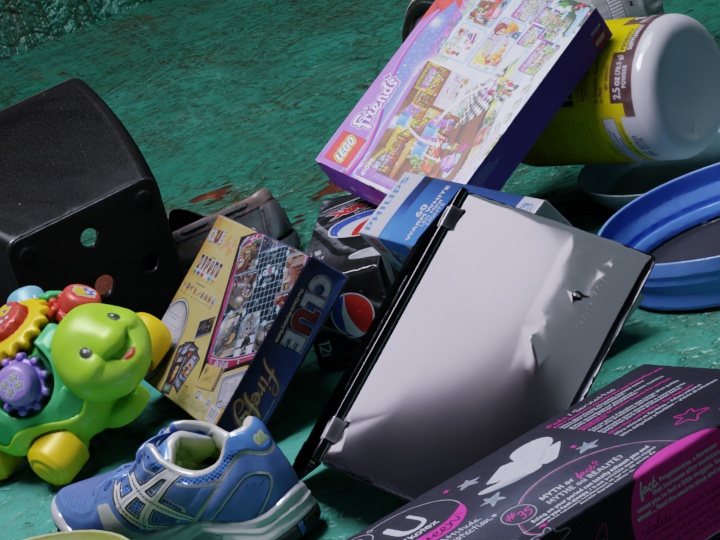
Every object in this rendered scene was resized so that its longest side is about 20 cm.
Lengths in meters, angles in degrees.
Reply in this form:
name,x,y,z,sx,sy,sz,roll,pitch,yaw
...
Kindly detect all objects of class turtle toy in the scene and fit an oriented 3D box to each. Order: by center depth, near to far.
name,x,y,z,sx,sy,sz,roll,pitch,yaw
turtle toy,-0.209,0.067,1.571,0.199,0.101,0.146,-2,44,47

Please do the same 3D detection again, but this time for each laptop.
name,x,y,z,sx,sy,sz,roll,pitch,yaw
laptop,0.059,0.062,1.339,0.188,0.116,0.200,-60,2,-15

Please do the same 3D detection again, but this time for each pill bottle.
name,x,y,z,sx,sy,sz,roll,pitch,yaw
pill bottle,0.174,-0.136,1.729,0.199,0.110,0.109,-1,24,44

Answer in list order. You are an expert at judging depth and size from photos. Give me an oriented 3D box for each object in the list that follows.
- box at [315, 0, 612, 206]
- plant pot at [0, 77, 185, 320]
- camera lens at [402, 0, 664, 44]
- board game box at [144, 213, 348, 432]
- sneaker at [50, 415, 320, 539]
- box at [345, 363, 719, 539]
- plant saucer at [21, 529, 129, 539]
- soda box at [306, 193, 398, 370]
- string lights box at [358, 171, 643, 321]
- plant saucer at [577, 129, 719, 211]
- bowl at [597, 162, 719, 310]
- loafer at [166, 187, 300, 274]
name,x,y,z,sx,sy,sz,roll,pitch,yaw
box,0.076,-0.128,1.668,0.137,0.039,0.200,27,75,40
plant pot,-0.242,-0.012,1.802,0.199,0.200,0.177,-28,30,-25
camera lens,0.149,-0.207,1.995,0.199,0.161,0.160,-27,18,-25
board game box,-0.087,0.040,1.571,0.136,0.035,0.200,-61,23,-1
sneaker,-0.113,0.129,1.373,0.199,0.077,0.076,-9,21,36
box,0.106,0.142,0.982,0.199,0.133,0.115,-28,15,-26
plant saucer,-0.217,0.213,1.306,0.199,0.031,0.200,-18,16,5
soda box,0.000,0.000,1.663,0.063,0.071,0.200,-13,18,9
string lights box,0.090,-0.005,1.500,0.059,0.103,0.200,-52,24,-10
plant saucer,0.264,-0.086,1.714,0.199,0.028,0.200,-18,17,5
bowl,0.258,-0.029,1.514,0.200,0.040,0.201,-19,16,6
loafer,-0.138,-0.034,1.947,0.199,0.063,0.072,-7,21,38
